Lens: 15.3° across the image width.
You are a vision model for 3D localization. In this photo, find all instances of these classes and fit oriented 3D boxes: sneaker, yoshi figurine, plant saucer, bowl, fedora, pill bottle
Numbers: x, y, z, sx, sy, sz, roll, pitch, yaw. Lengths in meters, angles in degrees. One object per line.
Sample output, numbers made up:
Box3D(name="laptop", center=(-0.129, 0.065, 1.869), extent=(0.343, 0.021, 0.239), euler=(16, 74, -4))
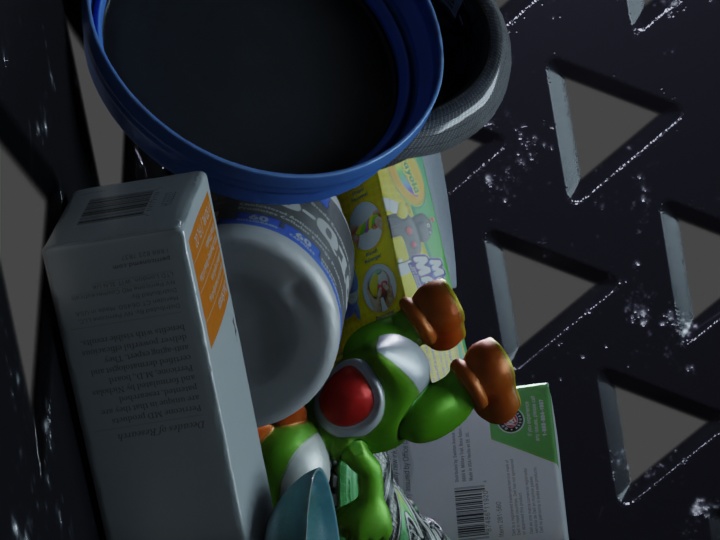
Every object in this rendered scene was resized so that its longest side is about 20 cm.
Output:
Box3D(name="sneaker", center=(0.012, 0.164, 1.721), extent=(0.078, 0.085, 0.201), euler=(-169, -114, -70))
Box3D(name="yoshi figurine", center=(-0.011, 0.099, 1.530), extent=(0.112, 0.199, 0.112), euler=(63, -15, -18))
Box3D(name="plant saucer", center=(-0.027, 0.200, 1.335), extent=(0.200, 0.027, 0.202), euler=(-4, 90, -84))
Box3D(name="bowl", center=(-0.055, -0.123, 1.441), extent=(0.039, 0.199, 0.202), euler=(120, -30, -53))
Box3D(name="fedora", center=(-0.015, -0.116, 1.535), extent=(0.178, 0.199, 0.090), euler=(61, -31, 24))
Box3D(name="pill bottle", center=(-0.061, 0.004, 1.509), extent=(0.200, 0.113, 0.115), euler=(-80, 160, -73))

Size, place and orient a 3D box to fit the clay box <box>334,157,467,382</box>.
Box3D(name="clay box", center=(0.000, 0.000, 1.641), extent=(0.047, 0.115, 0.201), euler=(0, 73, -41))

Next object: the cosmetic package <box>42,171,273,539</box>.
Box3D(name="cosmetic package", center=(-0.095, 0.064, 1.306), extent=(0.102, 0.071, 0.201), euler=(-81, 162, -71))

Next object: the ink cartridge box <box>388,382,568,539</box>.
Box3D(name="ink cartridge box", center=(0.040, 0.165, 1.829), extent=(0.085, 0.198, 0.147), euler=(79, 6, -46))

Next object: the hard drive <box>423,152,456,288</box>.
Box3D(name="hard drive", center=(-0.003, -0.073, 2.102), extent=(0.042, 0.134, 0.201), euler=(-21, 101, -71))
